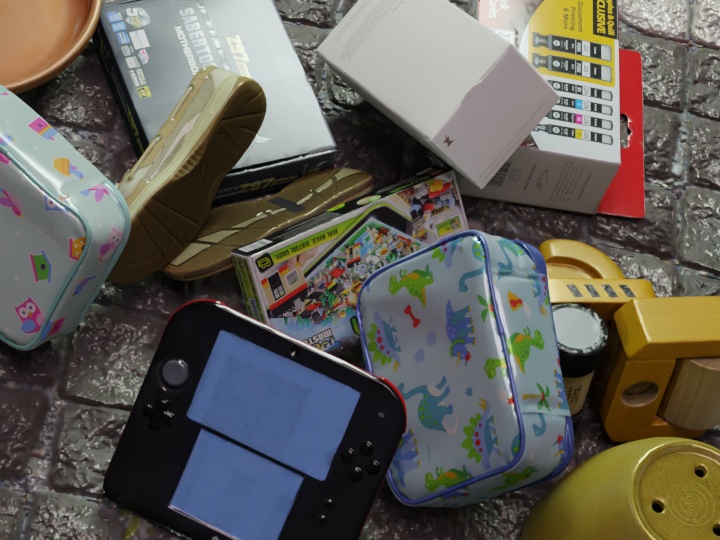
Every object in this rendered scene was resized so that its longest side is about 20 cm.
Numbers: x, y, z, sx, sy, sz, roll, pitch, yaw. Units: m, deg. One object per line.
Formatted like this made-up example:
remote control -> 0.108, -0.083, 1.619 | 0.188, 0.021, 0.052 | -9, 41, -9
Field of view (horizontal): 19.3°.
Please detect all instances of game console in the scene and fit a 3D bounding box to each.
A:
game console -> -0.078, 0.132, 1.608 | 0.200, 0.031, 0.177 | 25, 95, 9

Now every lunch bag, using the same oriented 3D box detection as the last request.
lunch bag -> -0.286, -0.043, 1.666 | 0.200, 0.161, 0.077 | 40, 33, 15
lunch bag -> 0.078, 0.079, 1.651 | 0.082, 0.161, 0.201 | 9, 63, -45

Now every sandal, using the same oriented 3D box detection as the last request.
sandal -> -0.072, -0.029, 1.759 | 0.200, 0.054, 0.080 | -25, 30, -26

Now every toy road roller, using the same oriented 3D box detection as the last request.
toy road roller -> 0.208, 0.051, 1.736 | 0.199, 0.123, 0.146 | 1, 47, -11

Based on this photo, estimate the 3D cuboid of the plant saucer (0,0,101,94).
plant saucer -> -0.320, -0.224, 1.825 | 0.199, 0.037, 0.201 | -1, 59, 1

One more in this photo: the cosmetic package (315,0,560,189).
cosmetic package -> 0.062, -0.166, 1.788 | 0.108, 0.085, 0.200 | -48, 42, 2

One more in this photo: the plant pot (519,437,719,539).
plant pot -> 0.234, 0.206, 1.627 | 0.199, 0.142, 0.201 | 6, 57, -9

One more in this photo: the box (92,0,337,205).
box -> -0.127, -0.153, 1.829 | 0.157, 0.051, 0.200 | -13, 63, -19

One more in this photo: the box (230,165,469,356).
box -> 0.000, 0.000, 1.733 | 0.200, 0.035, 0.110 | -24, 109, -24

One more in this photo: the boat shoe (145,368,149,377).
boat shoe -> -0.083, 0.128, 1.662 | 0.200, 0.074, 0.067 | 43, 89, 13

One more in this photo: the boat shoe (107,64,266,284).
boat shoe -> -0.156, -0.079, 1.718 | 0.063, 0.073, 0.201 | 25, 77, 35

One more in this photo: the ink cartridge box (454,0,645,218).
ink cartridge box -> 0.178, -0.157, 1.879 | 0.175, 0.084, 0.201 | 8, 56, -7
